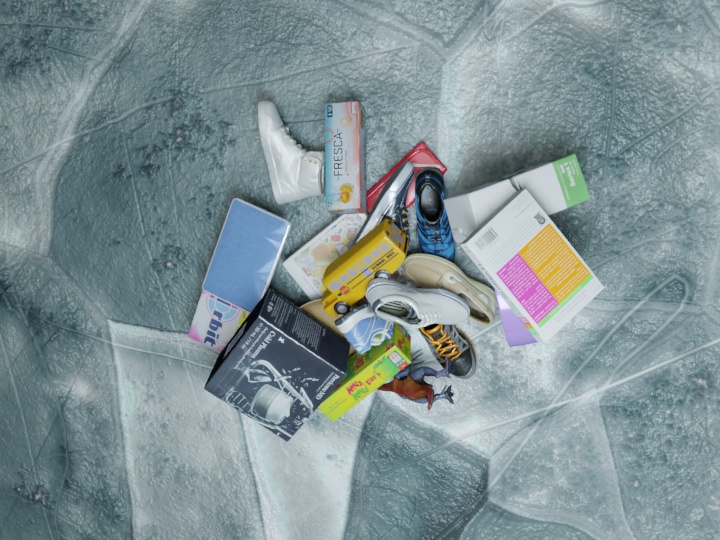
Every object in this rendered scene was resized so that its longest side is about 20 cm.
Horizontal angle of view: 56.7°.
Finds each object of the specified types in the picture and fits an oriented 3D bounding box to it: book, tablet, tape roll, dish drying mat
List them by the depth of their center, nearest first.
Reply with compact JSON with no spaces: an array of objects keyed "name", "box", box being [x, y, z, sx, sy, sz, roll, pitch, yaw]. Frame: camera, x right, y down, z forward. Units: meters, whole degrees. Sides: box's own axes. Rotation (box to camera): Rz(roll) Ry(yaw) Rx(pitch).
[{"name":"book","box":[0.266,-0.007,1.037,0.133,0.048,0.200,-41,97,-13]},{"name":"tape roll","box":[0.272,0.030,1.165,0.065,0.200,0.202,-11,97,15]},{"name":"dish drying mat","box":[0.069,-0.150,1.274,0.200,0.018,0.077,-42,90,16]},{"name":"tablet","box":[-0.223,-0.027,1.298,0.129,0.014,0.201,24,102,9]}]

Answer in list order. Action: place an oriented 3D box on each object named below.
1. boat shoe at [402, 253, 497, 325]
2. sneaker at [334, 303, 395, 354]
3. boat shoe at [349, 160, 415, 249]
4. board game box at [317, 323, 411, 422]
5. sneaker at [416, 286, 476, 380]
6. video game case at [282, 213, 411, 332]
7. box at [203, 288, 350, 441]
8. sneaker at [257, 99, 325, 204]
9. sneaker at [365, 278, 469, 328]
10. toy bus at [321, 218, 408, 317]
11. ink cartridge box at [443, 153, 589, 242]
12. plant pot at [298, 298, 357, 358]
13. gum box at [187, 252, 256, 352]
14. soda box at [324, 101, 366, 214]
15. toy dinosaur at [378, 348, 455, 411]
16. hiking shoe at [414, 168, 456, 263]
[{"name":"boat shoe","box":[0.165,0.037,1.238,0.199,0.065,0.072,29,136,-6]},{"name":"sneaker","box":[0.031,0.096,1.239,0.076,0.199,0.077,-35,82,39]},{"name":"boat shoe","box":[0.066,-0.098,1.237,0.091,0.071,0.201,29,102,-9]},{"name":"board game box","box":[0.008,0.193,1.277,0.200,0.102,0.048,-40,105,18]},{"name":"sneaker","box":[0.153,0.127,1.274,0.078,0.077,0.201,-34,93,14]},{"name":"video game case","box":[-0.025,-0.003,1.309,0.200,0.023,0.182,-37,97,16]},{"name":"box","box":[-0.156,0.181,1.275,0.196,0.124,0.200,34,111,-12]},{"name":"sneaker","box":[-0.124,-0.235,1.281,0.115,0.074,0.201,-8,108,13]},{"name":"sneaker","box":[0.103,0.072,1.175,0.199,0.071,0.073,11,129,-16]},{"name":"toy bus","box":[0.000,0.000,1.204,0.078,0.065,0.200,41,120,-19]},{"name":"ink cartridge box","box":[0.258,-0.120,1.135,0.199,0.146,0.085,-20,95,-10]},{"name":"plant pot","box":[-0.057,0.143,1.332,0.198,0.028,0.201,2,113,4]},{"name":"gum box","box":[-0.266,0.072,1.364,0.113,0.066,0.201,23,103,8]},{"name":"soda box","box":[-0.027,-0.206,1.240,0.068,0.064,0.202,-2,85,13]},{"name":"toy dinosaur","box":[0.086,0.203,1.252,0.180,0.200,0.106,-9,83,28]},{"name":"hiking shoe","box":[0.130,-0.084,1.230,0.074,0.087,0.201,-9,107,14]}]
